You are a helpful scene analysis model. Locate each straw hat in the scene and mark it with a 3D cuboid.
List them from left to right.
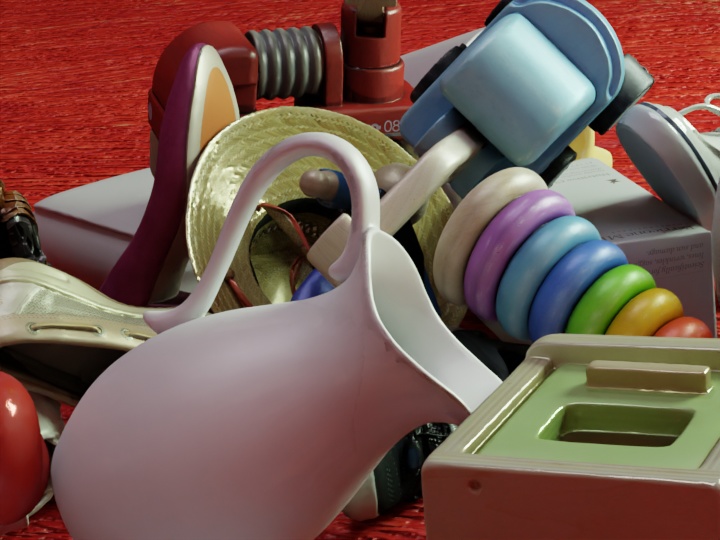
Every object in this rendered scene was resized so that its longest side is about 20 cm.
[{"bbox_3d":[-0.037,0.004,1.414,0.201,0.201,0.085,-19,-20,-36],"label":"straw hat"}]

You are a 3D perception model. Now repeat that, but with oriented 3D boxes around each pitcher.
[{"bbox_3d":[-0.052,0.047,1.081,0.200,0.172,0.121,-31,-18,19],"label":"pitcher"}]

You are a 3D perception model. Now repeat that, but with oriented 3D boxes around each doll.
[{"bbox_3d":[0.000,0.000,1.332,0.048,0.137,0.200,-19,27,33],"label":"doll"}]

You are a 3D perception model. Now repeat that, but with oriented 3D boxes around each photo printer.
[{"bbox_3d":[-0.111,-0.022,1.578,0.166,0.070,0.200,-17,19,-32],"label":"photo printer"}]

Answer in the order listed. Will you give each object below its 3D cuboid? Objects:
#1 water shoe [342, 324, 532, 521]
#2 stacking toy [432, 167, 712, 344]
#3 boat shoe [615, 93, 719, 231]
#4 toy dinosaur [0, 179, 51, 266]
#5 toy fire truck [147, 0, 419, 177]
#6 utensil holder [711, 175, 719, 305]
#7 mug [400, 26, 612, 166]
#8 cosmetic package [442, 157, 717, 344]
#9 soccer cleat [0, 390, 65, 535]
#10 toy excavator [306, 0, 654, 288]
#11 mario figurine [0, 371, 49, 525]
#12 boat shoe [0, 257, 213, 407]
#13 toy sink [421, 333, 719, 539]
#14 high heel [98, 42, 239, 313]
[{"bbox_3d":[0.046,0.071,1.203,0.079,0.072,0.200,2,18,19],"label":"water shoe"},{"bbox_3d":[0.134,0.029,1.223,0.200,0.086,0.085,37,39,29],"label":"stacking toy"},{"bbox_3d":[0.224,-0.062,1.379,0.086,0.202,0.075,-47,49,1],"label":"boat shoe"},{"bbox_3d":[-0.235,-0.005,1.438,0.102,0.136,0.200,-17,-30,18],"label":"toy dinosaur"},{"bbox_3d":[-0.040,-0.132,1.469,0.175,0.201,0.129,-4,23,-16],"label":"toy fire truck"},{"bbox_3d":[0.317,-0.017,1.243,0.200,0.171,0.170,13,25,41],"label":"utensil holder"},{"bbox_3d":[0.074,-0.086,1.673,0.153,0.187,0.150,0,48,50],"label":"mug"},{"bbox_3d":[0.129,-0.004,1.410,0.112,0.081,0.200,-9,16,-14],"label":"cosmetic package"},{"bbox_3d":[-0.183,0.090,1.247,0.077,0.070,0.200,2,25,11],"label":"soccer cleat"},{"bbox_3d":[0.060,-0.075,1.304,0.194,0.100,0.200,-46,-5,14],"label":"toy excavator"},{"bbox_3d":[-0.235,0.094,1.083,0.200,0.124,0.106,-22,19,35],"label":"mario figurine"},{"bbox_3d":[-0.121,0.056,1.246,0.200,0.072,0.065,23,32,-31],"label":"boat shoe"},{"bbox_3d":[0.125,0.095,1.018,0.130,0.113,0.200,2,18,25],"label":"toy sink"},{"bbox_3d":[-0.128,-0.043,1.430,0.096,0.201,0.067,10,18,27],"label":"high heel"}]
